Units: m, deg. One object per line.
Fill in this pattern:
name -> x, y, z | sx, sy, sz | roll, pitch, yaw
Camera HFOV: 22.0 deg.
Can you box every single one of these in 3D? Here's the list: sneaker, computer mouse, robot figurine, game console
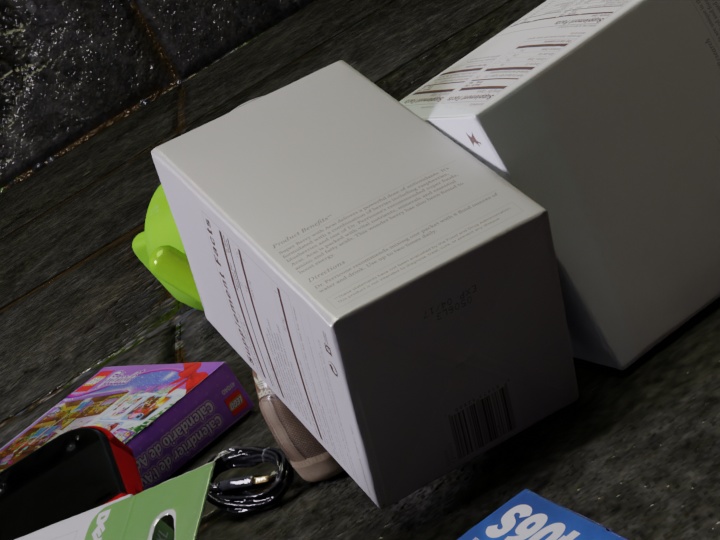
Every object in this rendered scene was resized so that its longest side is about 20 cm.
sneaker -> 0.016, 0.033, 1.047 | 0.070, 0.076, 0.200 | -18, 20, 44
computer mouse -> -0.122, 0.132, 1.055 | 0.200, 0.034, 0.059 | -21, 39, 30
robot figurine -> -0.083, -0.034, 1.399 | 0.200, 0.116, 0.176 | -15, 31, 47
game console -> -0.202, 0.182, 1.016 | 0.200, 0.031, 0.177 | -33, 36, 1

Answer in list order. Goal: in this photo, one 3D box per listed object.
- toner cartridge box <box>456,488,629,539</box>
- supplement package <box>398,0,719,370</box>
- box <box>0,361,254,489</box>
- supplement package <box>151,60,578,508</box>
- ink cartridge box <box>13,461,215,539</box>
toner cartridge box -> 0.093, 0.129, 0.522 | 0.043, 0.095, 0.200 | -36, 14, -12
supplement package -> 0.145, -0.072, 0.976 | 0.200, 0.152, 0.151 | -35, 14, -13
box -> -0.173, 0.116, 1.233 | 0.137, 0.039, 0.200 | -39, 16, -26
supplement package -> 0.000, 0.000, 0.932 | 0.121, 0.120, 0.200 | -27, 38, -17
ink cartridge box -> -0.134, 0.172, 0.868 | 0.200, 0.059, 0.104 | -24, 34, 31
